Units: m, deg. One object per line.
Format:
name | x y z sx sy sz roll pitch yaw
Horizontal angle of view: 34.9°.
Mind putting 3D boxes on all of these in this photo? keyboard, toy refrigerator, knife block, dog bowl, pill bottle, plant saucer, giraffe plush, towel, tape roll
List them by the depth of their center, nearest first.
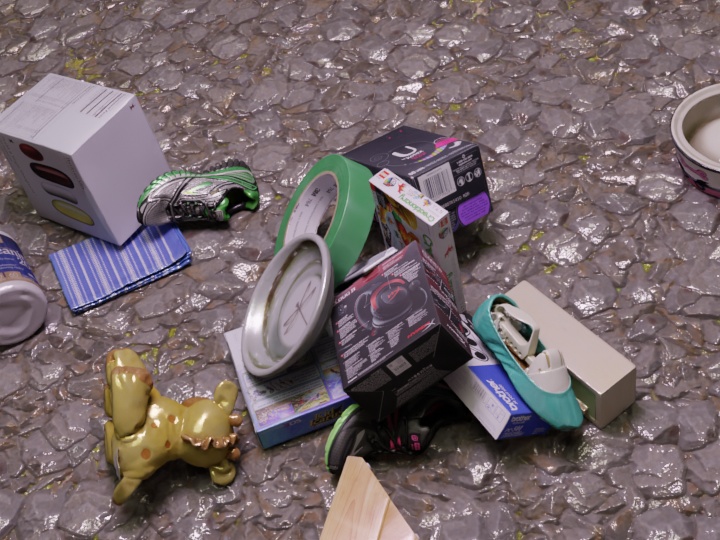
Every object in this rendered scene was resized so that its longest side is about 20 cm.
knife block | -0.024 0.335 1.326 0.175 0.064 0.200 -27 49 -13
giraffe plush | -0.236 0.197 1.453 0.161 0.173 0.200 -1 33 -18
toy refrigerator | 0.255 0.107 1.467 0.070 0.076 0.200 -34 51 -19
plant saucer | -0.084 0.051 1.499 0.200 0.050 0.201 -41 36 39
keyboard | 0.000 0.000 1.566 0.056 0.200 0.011 -39 93 -17
tape roll | -0.052 -0.063 1.617 0.048 0.200 0.201 22 41 -26
dog bowl | 0.552 -0.184 1.669 0.199 0.074 0.201 -6 48 6
pill bottle | -0.548 0.009 1.702 0.111 0.111 0.200 -29 49 -14
towel | -0.368 -0.022 1.752 0.199 0.024 0.145 -25 47 -11

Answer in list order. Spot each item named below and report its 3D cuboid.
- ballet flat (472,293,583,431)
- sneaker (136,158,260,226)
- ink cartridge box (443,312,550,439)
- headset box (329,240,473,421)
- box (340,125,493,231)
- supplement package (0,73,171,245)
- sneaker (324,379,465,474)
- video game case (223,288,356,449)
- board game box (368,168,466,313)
ballet flat | 0.207 0.105 1.402 0.067 0.071 0.200 -16 54 -31
sneaker | -0.247 -0.110 1.756 0.199 0.078 0.085 -20 50 -20
ink cartridge box | 0.154 0.130 1.457 0.094 0.044 0.200 1 35 -41
headset box | 0.044 0.066 1.431 0.148 0.075 0.200 -36 32 15
box | 0.079 -0.128 1.646 0.122 0.106 0.200 -27 26 -23
supplement package | -0.426 -0.173 1.774 0.199 0.192 0.147 18 54 34
sneaker | 0.043 0.195 1.431 0.199 0.077 0.084 -30 45 -13
video game case | -0.065 0.126 1.537 0.199 0.046 0.182 -20 46 -6
board game box | 0.079 -0.032 1.545 0.035 0.200 0.126 -37 51 -18
